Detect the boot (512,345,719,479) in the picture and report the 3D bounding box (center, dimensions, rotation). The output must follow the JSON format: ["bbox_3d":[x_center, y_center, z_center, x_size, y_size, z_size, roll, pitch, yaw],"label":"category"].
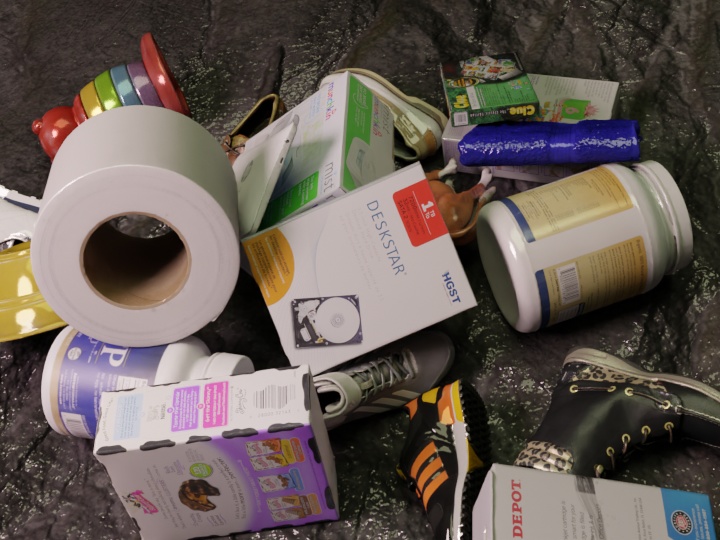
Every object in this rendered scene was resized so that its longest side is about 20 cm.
[{"bbox_3d":[0.258,0.168,1.036,0.202,0.074,0.154,20,57,31],"label":"boot"}]

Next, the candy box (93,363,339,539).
[{"bbox_3d":[-0.130,0.178,1.031,0.197,0.169,0.072,-8,47,3],"label":"candy box"}]

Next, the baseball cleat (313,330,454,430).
[{"bbox_3d":[0.011,0.118,1.104,0.198,0.106,0.070,-27,84,-6],"label":"baseball cleat"}]

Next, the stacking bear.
[{"bbox_3d":[-0.341,-0.212,1.474,0.198,0.122,0.114,-26,40,-1],"label":"stacking bear"}]

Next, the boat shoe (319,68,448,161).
[{"bbox_3d":[0.018,-0.202,1.414,0.198,0.075,0.068,26,51,29],"label":"boat shoe"}]

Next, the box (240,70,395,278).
[{"bbox_3d":[-0.052,-0.099,1.271,0.175,0.096,0.202,-29,39,31],"label":"box"}]

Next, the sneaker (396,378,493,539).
[{"bbox_3d":[0.077,0.205,1.049,0.089,0.070,0.202,-20,48,28],"label":"sneaker"}]

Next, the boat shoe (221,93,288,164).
[{"bbox_3d":[-0.155,-0.147,1.400,0.071,0.068,0.201,14,53,20],"label":"boat shoe"}]

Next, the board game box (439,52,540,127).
[{"bbox_3d":[0.153,-0.222,1.322,0.103,0.024,0.201,-4,27,3],"label":"board game box"}]

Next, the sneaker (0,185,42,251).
[{"bbox_3d":[-0.460,-0.057,1.376,0.198,0.077,0.081,13,61,23],"label":"sneaker"}]

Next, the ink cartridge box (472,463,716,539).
[{"bbox_3d":[0.196,0.258,0.921,0.197,0.084,0.146,9,49,-4],"label":"ink cartridge box"}]

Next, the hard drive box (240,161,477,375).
[{"bbox_3d":[0.000,0.000,1.113,0.198,0.077,0.158,-24,90,5],"label":"hard drive box"}]

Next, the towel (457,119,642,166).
[{"bbox_3d":[0.214,-0.146,1.220,0.197,0.050,0.148,-1,7,13],"label":"towel"}]

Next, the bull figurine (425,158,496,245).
[{"bbox_3d":[0.083,-0.082,1.284,0.121,0.066,0.199,-31,36,-23],"label":"bull figurine"}]

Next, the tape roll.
[{"bbox_3d":[-0.220,-0.045,1.092,0.200,0.205,0.140,-11,32,0],"label":"tape roll"}]

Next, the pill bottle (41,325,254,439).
[{"bbox_3d":[-0.215,0.123,1.130,0.197,0.121,0.121,5,49,15],"label":"pill bottle"}]

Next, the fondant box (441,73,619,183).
[{"bbox_3d":[0.215,-0.181,1.370,0.197,0.059,0.145,8,50,19],"label":"fondant box"}]

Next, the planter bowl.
[{"bbox_3d":[-0.350,0.007,1.219,0.198,0.085,0.201,-15,12,3],"label":"planter bowl"}]

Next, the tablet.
[{"bbox_3d":[-0.130,-0.090,1.224,0.014,0.199,0.132,26,75,-20],"label":"tablet"}]

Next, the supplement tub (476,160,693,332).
[{"bbox_3d":[0.238,-0.030,1.168,0.197,0.145,0.145,-18,47,-7],"label":"supplement tub"}]
